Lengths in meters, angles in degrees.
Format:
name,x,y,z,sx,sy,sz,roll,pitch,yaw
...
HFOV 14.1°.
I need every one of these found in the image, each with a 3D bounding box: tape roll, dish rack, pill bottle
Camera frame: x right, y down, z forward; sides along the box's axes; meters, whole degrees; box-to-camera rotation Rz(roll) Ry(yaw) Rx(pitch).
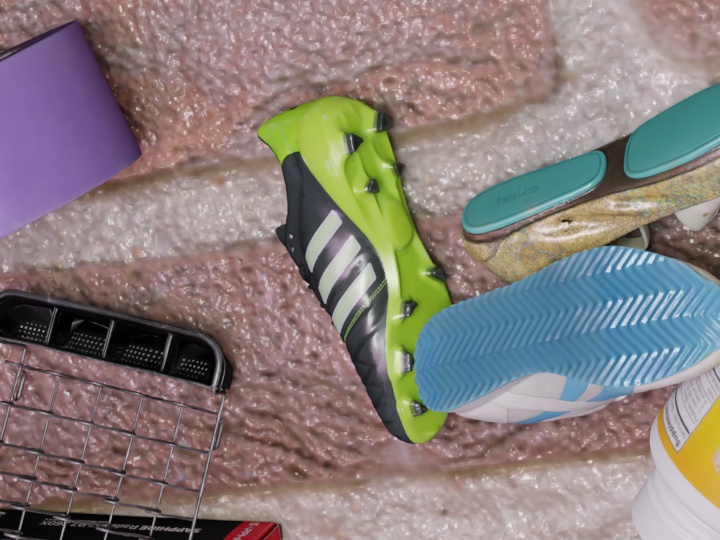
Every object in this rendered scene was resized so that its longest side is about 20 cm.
name,x,y,z,sx,sy,sz,roll,pitch,yaw
tape roll,-0.227,-0.057,1.597,0.200,0.200,0.085,-22,99,28
dish rack,-0.160,0.123,1.679,0.153,0.055,0.200,12,86,20
pill bottle,0.224,0.070,1.503,0.109,0.109,0.200,36,118,7

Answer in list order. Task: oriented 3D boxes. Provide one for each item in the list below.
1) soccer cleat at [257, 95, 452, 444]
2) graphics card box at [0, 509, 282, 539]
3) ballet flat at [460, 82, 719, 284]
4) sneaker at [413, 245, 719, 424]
name,x,y,z,sx,sy,sz,roll,pitch,yaw
soccer cleat,0.000,0.000,1.606,0.081,0.067,0.200,-5,106,43
graphics card box,-0.140,0.211,1.742,0.200,0.051,0.126,2,109,23
ballet flat,0.148,-0.041,1.528,0.200,0.071,0.071,-23,98,27
sneaker,0.123,0.036,1.529,0.200,0.081,0.077,-12,74,44
